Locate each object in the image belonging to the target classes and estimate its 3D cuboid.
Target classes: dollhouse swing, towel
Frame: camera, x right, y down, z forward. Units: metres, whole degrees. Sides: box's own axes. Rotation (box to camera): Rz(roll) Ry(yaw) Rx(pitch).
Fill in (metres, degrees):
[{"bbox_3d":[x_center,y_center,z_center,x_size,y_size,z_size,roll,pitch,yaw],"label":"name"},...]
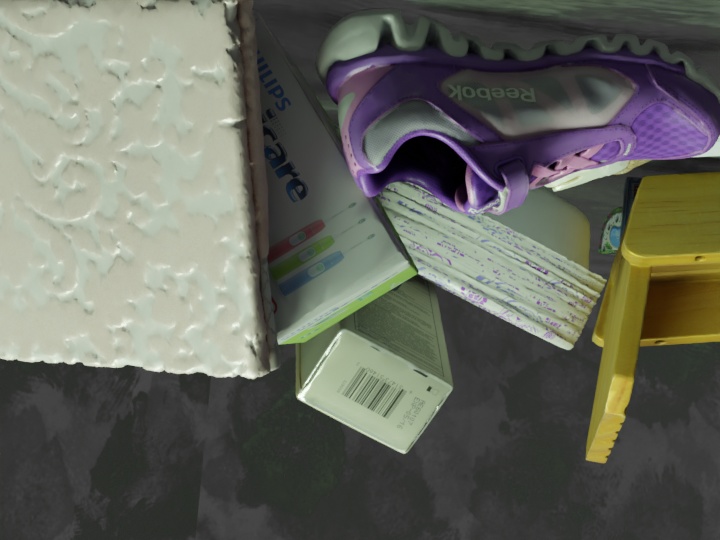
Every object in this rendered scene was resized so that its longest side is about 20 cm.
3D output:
[{"bbox_3d":[0.262,0.044,1.333,0.181,0.176,0.200,-3,157,-1],"label":"dollhouse swing"},{"bbox_3d":[-0.131,-0.046,0.830,0.200,0.191,0.032,4,-162,28],"label":"towel"}]

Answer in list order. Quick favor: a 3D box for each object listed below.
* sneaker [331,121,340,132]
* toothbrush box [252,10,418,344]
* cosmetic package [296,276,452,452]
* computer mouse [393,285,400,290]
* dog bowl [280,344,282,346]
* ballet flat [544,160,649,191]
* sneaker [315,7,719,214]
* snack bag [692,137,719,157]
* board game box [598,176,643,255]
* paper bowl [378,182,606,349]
[{"bbox_3d":[-0.105,-0.097,1.138,0.200,0.075,0.088,2,159,36],"label":"sneaker"},{"bbox_3d":[-0.041,-0.042,0.927,0.086,0.146,0.200,-31,177,1],"label":"toothbrush box"},{"bbox_3d":[0.007,0.051,1.394,0.103,0.073,0.200,29,-161,-13],"label":"cosmetic package"},{"bbox_3d":[0.000,0.000,1.254,0.059,0.034,0.200,28,180,4],"label":"computer mouse"},{"bbox_3d":[-0.124,-0.027,1.330,0.200,0.201,0.074,5,155,1],"label":"dog bowl"},{"bbox_3d":[0.102,-0.071,0.948,0.071,0.065,0.200,48,155,-25],"label":"ballet flat"},{"bbox_3d":[0.077,-0.065,0.829,0.200,0.089,0.081,5,151,-7],"label":"sneaker"},{"bbox_3d":[0.145,-0.090,1.094,0.188,0.021,0.200,7,177,-45],"label":"snack bag"},{"bbox_3d":[0.298,-0.040,1.517,0.199,0.062,0.200,7,177,-17],"label":"board game box"},{"bbox_3d":[0.098,-0.026,1.349,0.200,0.105,0.201,27,-179,-1],"label":"paper bowl"}]
